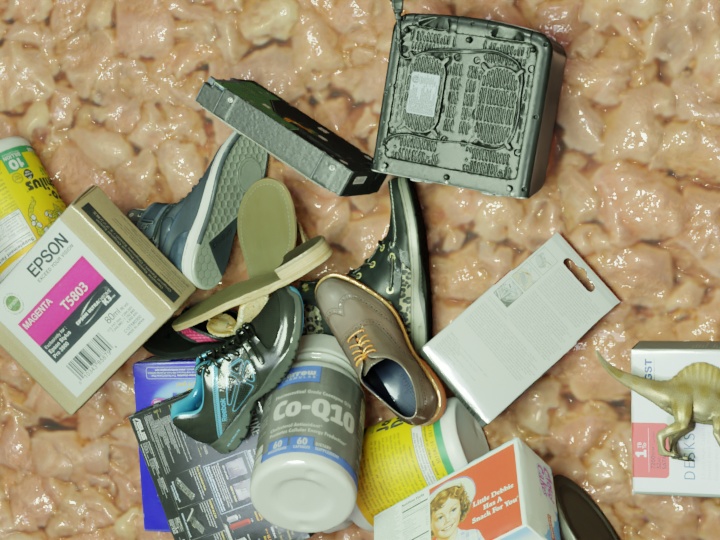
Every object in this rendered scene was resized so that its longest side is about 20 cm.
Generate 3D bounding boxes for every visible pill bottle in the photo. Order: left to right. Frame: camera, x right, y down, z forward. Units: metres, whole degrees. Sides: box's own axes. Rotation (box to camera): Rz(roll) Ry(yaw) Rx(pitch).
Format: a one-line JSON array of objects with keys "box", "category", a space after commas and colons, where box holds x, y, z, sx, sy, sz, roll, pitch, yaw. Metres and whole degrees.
[{"box": [-0.399, -0.047, 1.735, 0.112, 0.113, 0.201, -33, 84, 18], "category": "pill bottle"}, {"box": [-0.052, 0.170, 1.563, 0.112, 0.201, 0.115, 2, 130, 3], "category": "pill bottle"}, {"box": [0.038, 0.224, 1.623, 0.198, 0.113, 0.114, -22, 88, 19], "category": "pill bottle"}]

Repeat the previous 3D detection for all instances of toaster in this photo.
[{"box": [0.117, -0.185, 1.558, 0.179, 0.119, 0.203, 11, 98, 16], "category": "toaster"}]

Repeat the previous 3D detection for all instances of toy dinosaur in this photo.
[{"box": [0.330, 0.141, 1.479, 0.198, 0.058, 0.102, 10, 82, 10], "category": "toy dinosaur"}]

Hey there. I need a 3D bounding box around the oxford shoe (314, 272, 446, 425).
[{"box": [0.015, 0.080, 1.555, 0.071, 0.073, 0.200, -46, 72, 14], "category": "oxford shoe"}]

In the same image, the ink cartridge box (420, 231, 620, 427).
[{"box": [0.174, 0.064, 1.587, 0.200, 0.050, 0.109, -40, 82, -8], "category": "ink cartridge box"}]

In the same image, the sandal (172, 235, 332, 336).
[{"box": [-0.110, 0.042, 1.610, 0.210, 0.078, 0.070, -29, 102, 20], "category": "sandal"}]

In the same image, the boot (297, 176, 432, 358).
[{"box": [0.000, 0.001, 1.628, 0.152, 0.073, 0.206, -4, 97, 10], "category": "boot"}]

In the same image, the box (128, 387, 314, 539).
[{"box": [-0.154, 0.228, 1.640, 0.156, 0.050, 0.202, -22, 89, 14], "category": "box"}]

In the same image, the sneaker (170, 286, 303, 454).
[{"box": [-0.128, 0.101, 1.548, 0.081, 0.073, 0.201, 25, 101, -23], "category": "sneaker"}]

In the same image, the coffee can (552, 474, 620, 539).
[{"box": [0.176, 0.338, 1.569, 0.199, 0.146, 0.147, -39, 83, 17], "category": "coffee can"}]

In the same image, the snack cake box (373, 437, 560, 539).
[{"box": [0.108, 0.275, 1.516, 0.199, 0.116, 0.067, -33, 124, 26], "category": "snack cake box"}]

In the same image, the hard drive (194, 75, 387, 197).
[{"box": [-0.074, -0.148, 1.613, 0.199, 0.140, 0.038, 34, 104, 12], "category": "hard drive"}]

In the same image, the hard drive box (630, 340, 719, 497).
[{"box": [0.387, 0.155, 1.521, 0.198, 0.077, 0.158, -1, 94, 19], "category": "hard drive box"}]

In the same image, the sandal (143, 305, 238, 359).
[{"box": [-0.171, 0.066, 1.683, 0.198, 0.075, 0.045, 1, 128, 30], "category": "sandal"}]

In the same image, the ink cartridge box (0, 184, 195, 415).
[{"box": [-0.310, 0.035, 1.623, 0.165, 0.075, 0.200, 44, 115, -5], "category": "ink cartridge box"}]

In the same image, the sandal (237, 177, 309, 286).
[{"box": [-0.092, -0.023, 1.674, 0.077, 0.070, 0.214, 16, 122, 25], "category": "sandal"}]

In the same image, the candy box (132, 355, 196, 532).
[{"box": [-0.174, 0.203, 1.710, 0.167, 0.077, 0.203, -1, 93, 16], "category": "candy box"}]

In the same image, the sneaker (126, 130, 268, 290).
[{"box": [-0.197, -0.083, 1.692, 0.145, 0.077, 0.204, 8, 69, 43], "category": "sneaker"}]
